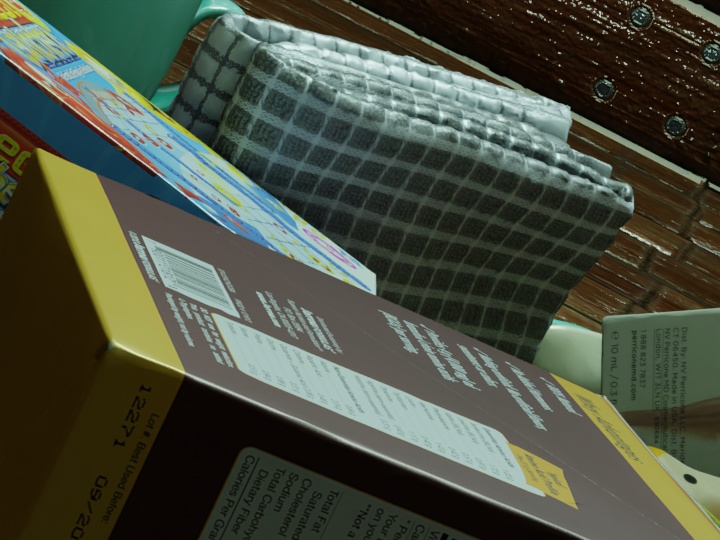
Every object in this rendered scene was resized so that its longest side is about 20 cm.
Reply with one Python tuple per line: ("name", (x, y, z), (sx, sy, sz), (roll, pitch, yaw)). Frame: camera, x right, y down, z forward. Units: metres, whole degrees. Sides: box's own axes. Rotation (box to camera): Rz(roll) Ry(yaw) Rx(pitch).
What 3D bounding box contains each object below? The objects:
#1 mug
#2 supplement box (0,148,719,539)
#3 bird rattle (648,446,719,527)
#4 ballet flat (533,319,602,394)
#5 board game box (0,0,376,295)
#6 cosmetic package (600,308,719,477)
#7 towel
("mug", (-0.162, -0.134, 1.623), (0.185, 0.115, 0.152), (28, 9, 2))
("supplement box", (-0.019, 0.085, 0.814), (0.199, 0.133, 0.197), (24, 10, -17))
("bird rattle", (0.155, 0.127, 1.039), (0.199, 0.113, 0.163), (21, 26, -12))
("ballet flat", (0.117, 0.081, 1.347), (0.069, 0.070, 0.200), (34, 1, 37))
("board game box", (-0.087, -0.025, 1.011), (0.196, 0.056, 0.200), (38, 5, -4))
("cosmetic package", (0.211, 0.063, 1.258), (0.199, 0.088, 0.103), (-6, -16, 28))
("towel", (0.000, 0.000, 1.191), (0.199, 0.166, 0.086), (14, 17, -36))
